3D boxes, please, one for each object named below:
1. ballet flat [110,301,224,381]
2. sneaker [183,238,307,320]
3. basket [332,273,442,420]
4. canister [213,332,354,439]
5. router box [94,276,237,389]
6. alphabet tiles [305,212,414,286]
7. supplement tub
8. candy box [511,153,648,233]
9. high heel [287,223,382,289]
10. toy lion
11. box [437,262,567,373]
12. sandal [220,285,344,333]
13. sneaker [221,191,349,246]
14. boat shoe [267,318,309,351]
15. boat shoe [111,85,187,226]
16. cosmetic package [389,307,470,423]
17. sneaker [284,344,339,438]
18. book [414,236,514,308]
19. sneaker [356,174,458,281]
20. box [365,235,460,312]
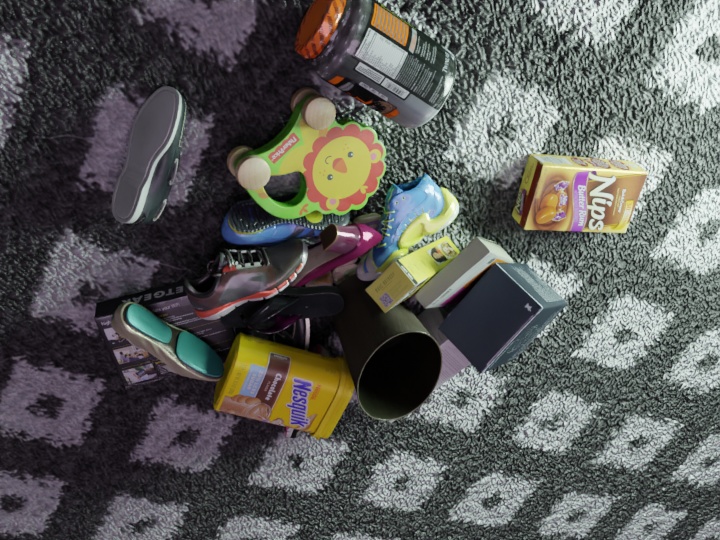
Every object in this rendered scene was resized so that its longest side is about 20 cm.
[{"bbox_3d":[-0.304,0.118,1.096,0.069,0.070,0.200,-41,118,13],"label":"ballet flat"},{"bbox_3d":[-0.174,0.001,1.049,0.199,0.077,0.082,-30,129,-1],"label":"sneaker"},{"bbox_3d":[0.030,0.106,1.127,0.135,0.200,0.181,-5,126,-18],"label":"basket"},{"bbox_3d":[-0.127,0.190,1.158,0.199,0.087,0.149,17,122,-16],"label":"canister"},{"bbox_3d":[-0.309,0.100,1.146,0.199,0.051,0.150,-14,122,-6],"label":"router box"},{"bbox_3d":[0.000,0.000,1.188,0.195,0.015,0.201,-14,124,-7],"label":"alphabet tiles"},{"bbox_3d":[0.020,-0.286,0.944,0.199,0.123,0.123,25,113,-26],"label":"supplement tub"},{"bbox_3d":[0.367,-0.128,1.180,0.199,0.057,0.117,0,121,-16],"label":"candy box"},{"bbox_3d":[-0.056,-0.013,1.114,0.096,0.068,0.200,6,156,-39],"label":"high heel"},{"bbox_3d":[-0.064,-0.151,1.030,0.200,0.069,0.192,-42,126,-2],"label":"toy lion"},{"bbox_3d":[0.244,0.076,1.188,0.149,0.107,0.200,-50,160,18],"label":"box"},{"bbox_3d":[-0.125,0.064,1.101,0.199,0.048,0.076,-9,138,3],"label":"sandal"},{"bbox_3d":[-0.117,-0.074,1.091,0.199,0.066,0.078,-7,159,-22],"label":"sneaker"},{"bbox_3d":[-0.124,0.117,1.195,0.067,0.072,0.201,-1,124,-19],"label":"boat shoe"},{"bbox_3d":[-0.287,-0.158,0.984,0.201,0.075,0.060,-61,155,13],"label":"boat shoe"},{"bbox_3d":[0.094,0.165,1.263,0.200,0.108,0.085,-39,124,13],"label":"cosmetic package"},{"bbox_3d":[-0.077,0.230,1.278,0.087,0.074,0.201,18,111,-18],"label":"sneaker"},{"bbox_3d":[0.172,0.010,1.145,0.134,0.048,0.200,-43,165,14],"label":"book"},{"bbox_3d":[0.054,-0.076,1.117,0.200,0.076,0.105,-39,107,3],"label":"sneaker"},{"bbox_3d":[0.089,0.003,1.104,0.050,0.200,0.075,50,120,8],"label":"box"}]
